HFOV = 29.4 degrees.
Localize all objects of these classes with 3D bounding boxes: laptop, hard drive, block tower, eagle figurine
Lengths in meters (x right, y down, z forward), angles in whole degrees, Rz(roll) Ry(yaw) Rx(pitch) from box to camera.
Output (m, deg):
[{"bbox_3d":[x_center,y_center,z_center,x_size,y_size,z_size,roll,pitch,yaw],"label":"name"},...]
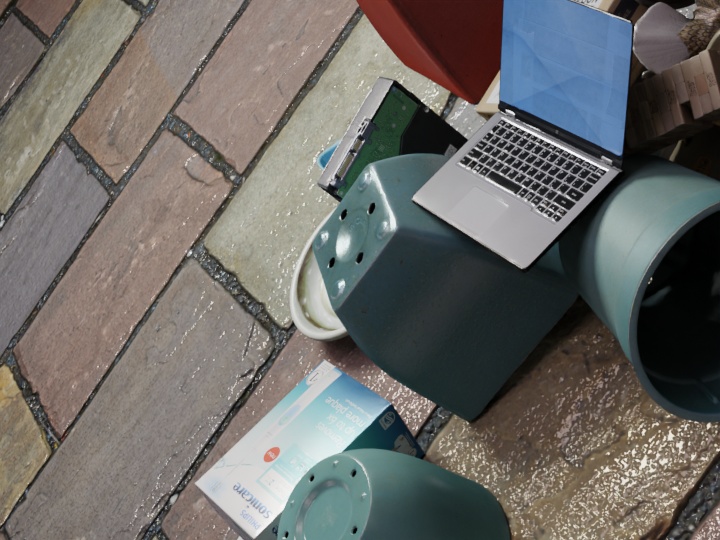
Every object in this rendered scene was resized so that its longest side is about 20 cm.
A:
[{"bbox_3d":[0.139,-0.135,1.230,0.200,0.116,0.187,-44,38,-8],"label":"laptop"},{"bbox_3d":[0.060,-0.101,1.512,0.038,0.199,0.141,23,82,54],"label":"hard drive"},{"bbox_3d":[0.252,-0.135,1.251,0.199,0.054,0.059,-22,76,43],"label":"block tower"},{"bbox_3d":[0.373,-0.225,1.301,0.199,0.152,0.151,-14,32,50],"label":"eagle figurine"}]

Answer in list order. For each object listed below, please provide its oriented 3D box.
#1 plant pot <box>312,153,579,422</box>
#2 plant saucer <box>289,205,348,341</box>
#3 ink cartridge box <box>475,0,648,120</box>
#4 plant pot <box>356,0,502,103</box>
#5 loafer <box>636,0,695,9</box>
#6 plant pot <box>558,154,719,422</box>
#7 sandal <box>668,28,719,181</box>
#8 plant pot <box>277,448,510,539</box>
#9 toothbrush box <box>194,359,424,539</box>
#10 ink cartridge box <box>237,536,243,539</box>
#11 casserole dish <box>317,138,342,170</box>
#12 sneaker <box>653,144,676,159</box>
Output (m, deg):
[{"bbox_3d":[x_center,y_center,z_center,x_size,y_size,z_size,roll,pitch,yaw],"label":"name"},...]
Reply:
[{"bbox_3d":[0.066,-0.002,1.401,0.196,0.198,0.197,-53,33,25],"label":"plant pot"},{"bbox_3d":[0.000,0.000,1.634,0.199,0.050,0.202,-30,44,33],"label":"plant saucer"},{"bbox_3d":[0.223,-0.218,1.472,0.166,0.075,0.200,-59,17,-2],"label":"ink cartridge box"},{"bbox_3d":[0.097,-0.358,1.689,0.201,0.176,0.200,-54,36,4],"label":"plant pot"},{"bbox_3d":[0.351,-0.325,1.364,0.198,0.071,0.074,-23,65,-11],"label":"loafer"},{"bbox_3d":[0.279,-0.002,1.196,0.201,0.199,0.196,-51,27,7],"label":"plant pot"},{"bbox_3d":[0.326,-0.128,1.259,0.054,0.080,0.202,-40,-26,-50],"label":"sandal"},{"bbox_3d":[0.017,0.264,1.312,0.200,0.160,0.202,-31,43,33],"label":"plant pot"},{"bbox_3d":[-0.055,0.211,1.457,0.200,0.086,0.146,-43,33,-13],"label":"toothbrush box"},{"bbox_3d":[-0.101,0.357,1.481,0.162,0.057,0.202,29,91,55],"label":"ink cartridge box"},{"bbox_3d":[0.017,-0.134,1.679,0.120,0.039,0.200,-30,20,-5],"label":"casserole dish"},{"bbox_3d":[0.244,-0.078,1.375,0.074,0.082,0.202,5,67,52],"label":"sneaker"}]
